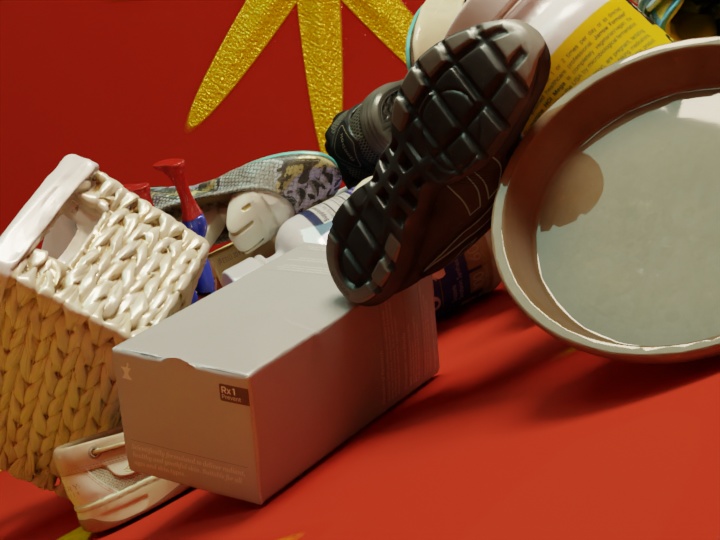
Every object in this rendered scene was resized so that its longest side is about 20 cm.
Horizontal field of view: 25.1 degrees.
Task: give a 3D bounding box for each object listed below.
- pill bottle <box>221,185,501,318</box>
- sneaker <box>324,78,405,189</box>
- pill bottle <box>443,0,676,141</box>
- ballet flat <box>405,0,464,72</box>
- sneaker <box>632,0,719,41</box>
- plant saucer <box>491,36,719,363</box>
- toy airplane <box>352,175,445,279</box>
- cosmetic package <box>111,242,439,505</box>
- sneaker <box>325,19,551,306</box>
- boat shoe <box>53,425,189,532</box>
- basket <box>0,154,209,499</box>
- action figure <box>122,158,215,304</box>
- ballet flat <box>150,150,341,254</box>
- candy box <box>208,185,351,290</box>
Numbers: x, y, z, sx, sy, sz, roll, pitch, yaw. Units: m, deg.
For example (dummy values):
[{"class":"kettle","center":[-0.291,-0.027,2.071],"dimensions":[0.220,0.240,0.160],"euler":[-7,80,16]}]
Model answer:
[{"class":"pill bottle","center":[0.000,0.000,1.251],"dimensions":[0.198,0.121,0.120],"euler":[-26,6,-14]},{"class":"sneaker","center":[0.043,-0.124,1.342],"dimensions":[0.114,0.077,0.199],"euler":[-23,4,45]},{"class":"pill bottle","center":[0.145,-0.091,0.942],"dimensions":[0.112,0.200,0.113],"euler":[-44,-10,-10]},{"class":"ballet flat","center":[0.084,-0.181,1.204],"dimensions":[0.069,0.070,0.200],"euler":[-22,16,22]},{"class":"sneaker","center":[0.188,-0.182,1.022],"dimensions":[0.199,0.080,0.131],"euler":[-2,46,52]},{"class":"plant saucer","center":[0.163,-0.034,0.817],"dimensions":[0.198,0.030,0.202],"euler":[-15,50,18]},{"class":"toy airplane","center":[0.120,-0.058,1.165],"dimensions":[0.198,0.142,0.199],"euler":[-34,38,-31]},{"class":"cosmetic package","center":[-0.046,0.055,0.982],"dimensions":[0.106,0.091,0.199],"euler":[9,27,34]},{"class":"sneaker","center":[0.052,-0.063,0.920],"dimensions":[0.079,0.076,0.201],"euler":[-8,-35,-43]},{"class":"boat shoe","center":[-0.105,0.098,1.064],"dimensions":[0.198,0.066,0.072],"euler":[-27,6,-21]},{"class":"basket","center":[-0.198,0.047,1.129],"dimensions":[0.201,0.122,0.136],"euler":[-63,0,42]},{"class":"action figure","center":[-0.139,0.019,1.216],"dimensions":[0.098,0.202,0.065],"euler":[1,29,47]},{"class":"ballet flat","center":[-0.107,-0.040,1.283],"dimensions":[0.198,0.073,0.072],"euler":[-11,10,21]},{"class":"candy box","center":[-0.030,0.004,1.361],"dimensions":[0.199,0.117,0.055],"euler":[-27,8,-26]}]
